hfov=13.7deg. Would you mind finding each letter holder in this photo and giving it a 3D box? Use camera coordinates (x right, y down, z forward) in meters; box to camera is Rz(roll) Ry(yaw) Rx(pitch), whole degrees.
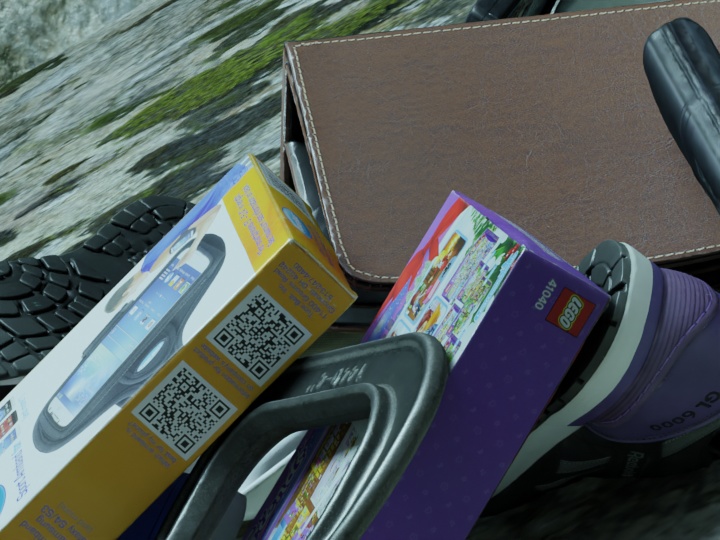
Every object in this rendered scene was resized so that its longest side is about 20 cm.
[{"bbox_3d":[0.077,-0.022,1.238,0.200,0.101,0.142,-7,49,-9],"label":"letter holder"}]

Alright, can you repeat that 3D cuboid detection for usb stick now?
[{"bbox_3d":[0.152,-0.024,1.125,0.033,0.055,0.200,-24,42,2],"label":"usb stick"}]

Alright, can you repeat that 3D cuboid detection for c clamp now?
[{"bbox_3d":[-0.041,0.097,1.047,0.200,0.027,0.171,-24,31,58],"label":"c clamp"}]

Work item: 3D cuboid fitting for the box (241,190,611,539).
[{"bbox_3d":[0.010,0.073,1.074,0.200,0.039,0.137,-59,13,5],"label":"box"}]

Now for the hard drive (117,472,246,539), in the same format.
[{"bbox_3d":[-0.136,0.136,1.201,0.200,0.025,0.132,3,63,53],"label":"hard drive"}]

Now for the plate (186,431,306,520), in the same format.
[{"bbox_3d":[-0.021,0.059,1.402,0.200,0.032,0.200,-35,15,-21],"label":"plate"}]

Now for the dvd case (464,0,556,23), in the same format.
[{"bbox_3d":[0.058,-0.095,1.445,0.143,0.018,0.200,-52,-8,-41],"label":"dvd case"}]

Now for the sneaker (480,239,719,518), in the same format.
[{"bbox_3d":[0.091,0.059,1.114,0.200,0.088,0.076,139,148,-63],"label":"sneaker"}]

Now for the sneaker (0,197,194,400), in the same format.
[{"bbox_3d":[-0.135,0.039,1.433,0.200,0.076,0.088,-26,-35,-50],"label":"sneaker"}]

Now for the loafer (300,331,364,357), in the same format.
[{"bbox_3d":[0.000,0.000,1.355,0.200,0.070,0.075,-32,13,-11],"label":"loafer"}]

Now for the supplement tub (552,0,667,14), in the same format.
[{"bbox_3d":[0.161,-0.123,1.496,0.123,0.123,0.200,-25,15,20],"label":"supplement tub"}]

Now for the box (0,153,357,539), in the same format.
[{"bbox_3d":[-0.092,0.050,1.150,0.200,0.041,0.119,-43,20,5],"label":"box"}]
